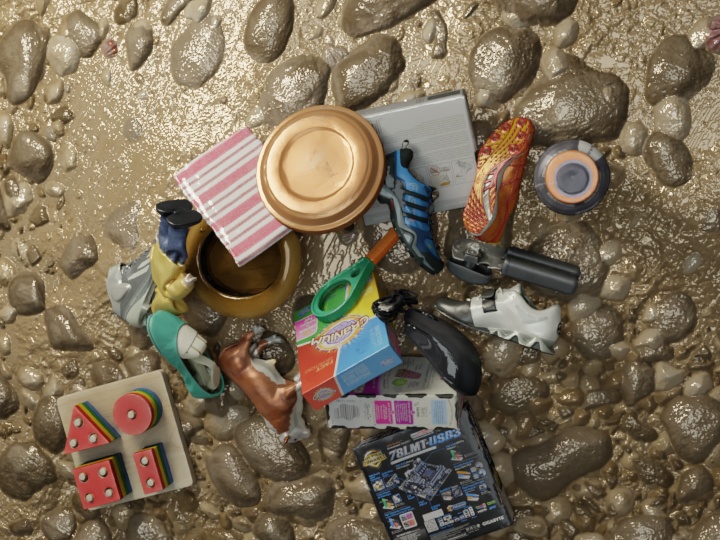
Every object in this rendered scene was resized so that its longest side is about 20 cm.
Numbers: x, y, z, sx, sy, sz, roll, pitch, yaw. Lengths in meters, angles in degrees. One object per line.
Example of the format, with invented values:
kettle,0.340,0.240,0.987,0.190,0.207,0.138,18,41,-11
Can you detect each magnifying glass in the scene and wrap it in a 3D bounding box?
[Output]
magnifying glass,0.000,0.000,1.558,0.200,0.080,0.022,-45,123,-9

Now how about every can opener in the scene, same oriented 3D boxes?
can opener,0.232,0.001,1.540,0.199,0.053,0.067,17,130,9

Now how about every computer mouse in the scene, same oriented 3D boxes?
computer mouse,0.113,0.097,1.480,0.200,0.138,0.053,47,112,10

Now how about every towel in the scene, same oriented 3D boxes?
towel,-0.179,-0.115,1.542,0.146,0.030,0.200,-36,68,-9

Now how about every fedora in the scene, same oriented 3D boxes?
fedora,-0.178,-0.020,1.595,0.199,0.082,0.202,2,95,17

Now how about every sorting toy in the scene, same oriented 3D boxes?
sorting toy,-0.400,0.288,1.670,0.199,0.070,0.200,-16,91,12

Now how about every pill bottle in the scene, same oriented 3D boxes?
pill bottle,0.300,-0.132,1.430,0.106,0.200,0.107,1,95,11

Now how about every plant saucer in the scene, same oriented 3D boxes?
plant saucer,-0.061,-0.153,1.493,0.199,0.032,0.202,-4,75,13

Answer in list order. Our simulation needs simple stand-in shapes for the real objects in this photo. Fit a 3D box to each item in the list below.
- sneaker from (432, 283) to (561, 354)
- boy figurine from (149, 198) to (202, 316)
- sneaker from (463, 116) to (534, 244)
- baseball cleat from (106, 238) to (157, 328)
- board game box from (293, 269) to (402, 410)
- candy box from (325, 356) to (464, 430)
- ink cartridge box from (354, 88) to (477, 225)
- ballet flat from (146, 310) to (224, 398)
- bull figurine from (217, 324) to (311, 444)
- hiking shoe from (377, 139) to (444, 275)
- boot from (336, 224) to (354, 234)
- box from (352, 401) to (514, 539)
sneaker,0.210,0.057,1.523,0.199,0.074,0.089,16,93,19
boy figurine,-0.285,-0.003,1.548,0.124,0.064,0.201,41,134,42
sneaker,0.212,-0.137,1.522,0.073,0.077,0.201,20,84,37
baseball cleat,-0.354,-0.009,1.638,0.106,0.070,0.201,25,95,15
board game box,-0.023,0.100,1.520,0.153,0.200,0.040,-30,122,12
candy box,0.056,0.185,1.534,0.199,0.136,0.061,-2,110,12
ink cartridge box,0.082,-0.173,1.552,0.199,0.044,0.174,-10,114,12
ballet flat,-0.265,0.132,1.587,0.070,0.068,0.201,0,138,23
bull figurine,-0.139,0.183,1.613,0.200,0.065,0.121,44,99,4
hiking shoe,0.084,-0.089,1.514,0.086,0.074,0.201,-29,99,3
boot,-0.087,-0.126,1.583,0.075,0.074,0.200,-44,78,26
box,0.114,0.334,1.582,0.199,0.050,0.199,-23,89,13
